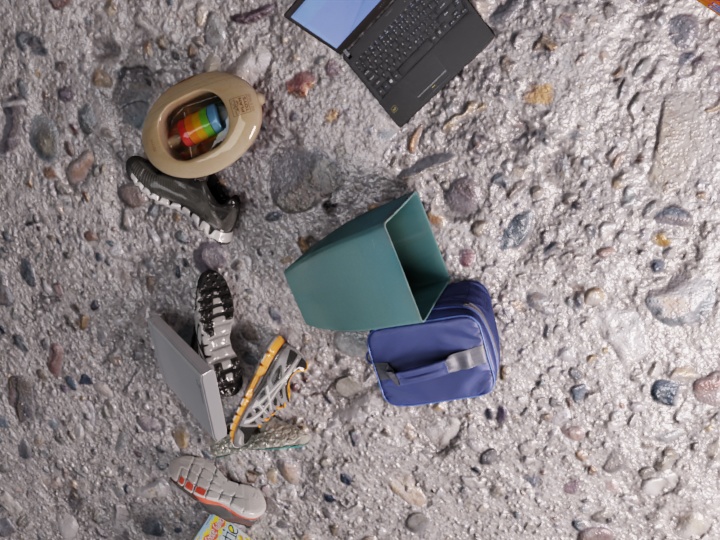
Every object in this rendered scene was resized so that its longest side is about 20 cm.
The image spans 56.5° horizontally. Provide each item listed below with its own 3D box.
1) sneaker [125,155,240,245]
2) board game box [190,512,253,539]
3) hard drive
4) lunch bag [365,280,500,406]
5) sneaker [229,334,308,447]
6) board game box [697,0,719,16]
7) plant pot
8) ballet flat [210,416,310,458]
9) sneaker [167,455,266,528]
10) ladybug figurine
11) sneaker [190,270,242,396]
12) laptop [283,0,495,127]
[{"bbox_3d":[-0.264,-0.131,1.030,0.198,0.067,0.091,35,113,-3],"label":"sneaker"},{"bbox_3d":[-0.244,0.575,1.270,0.198,0.105,0.104,37,115,-1],"label":"board game box"},{"bbox_3d":[-0.286,0.173,1.100,0.198,0.026,0.135,30,134,43],"label":"hard drive"},{"bbox_3d":[0.100,0.110,0.973,0.195,0.133,0.139,-14,106,20],"label":"lunch bag"},{"bbox_3d":[-0.155,0.210,1.106,0.076,0.078,0.203,27,101,-8],"label":"sneaker"},{"bbox_3d":[0.474,-0.322,0.657,0.198,0.200,0.202,33,115,1],"label":"board game box"},{"bbox_3d":[0.000,0.000,0.961,0.196,0.141,0.144,-15,106,29],"label":"plant pot"},{"bbox_3d":[-0.183,0.284,1.164,0.195,0.072,0.073,-13,107,20],"label":"ballet flat"},{"bbox_3d":[-0.274,0.421,1.239,0.197,0.077,0.083,28,122,5],"label":"sneaker"},{"bbox_3d":[-0.221,-0.209,0.972,0.195,0.072,0.139,-16,92,15],"label":"ladybug figurine"},{"bbox_3d":[-0.248,0.103,1.103,0.089,0.065,0.206,-3,97,48],"label":"sneaker"},{"bbox_3d":[0.040,-0.308,0.847,0.176,0.103,0.201,-38,96,26],"label":"laptop"}]
